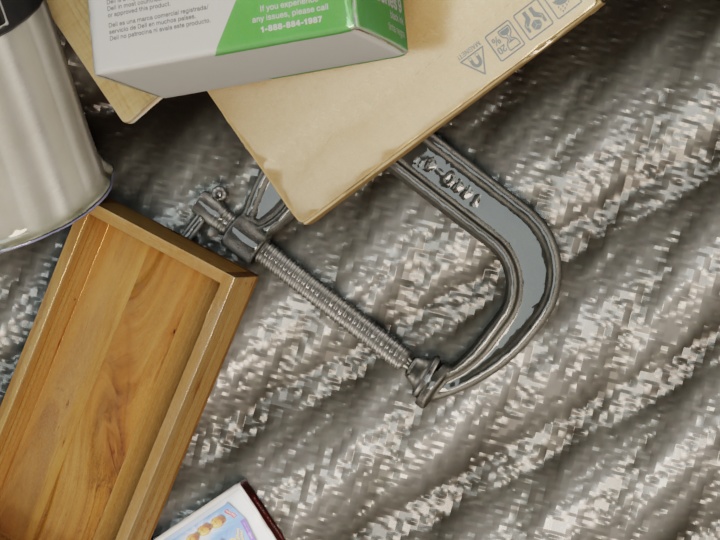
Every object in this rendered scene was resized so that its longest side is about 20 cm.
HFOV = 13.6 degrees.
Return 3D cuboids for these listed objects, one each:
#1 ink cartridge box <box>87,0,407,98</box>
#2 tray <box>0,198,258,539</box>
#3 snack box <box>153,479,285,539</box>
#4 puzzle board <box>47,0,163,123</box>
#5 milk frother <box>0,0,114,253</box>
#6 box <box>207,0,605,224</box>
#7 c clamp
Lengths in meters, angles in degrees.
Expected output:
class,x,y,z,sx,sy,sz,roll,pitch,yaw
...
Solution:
class,x,y,z,sx,sy,sz,roll,pitch,yaw
ink cartridge box,-0.062,-0.200,1.514,0.145,0.084,0.201,-8,82,21
tray,-0.137,0.073,1.606,0.098,0.037,0.201,27,102,20
snack box,-0.038,0.216,1.618,0.072,0.024,0.201,-34,86,8
puzzle board,-0.119,-0.200,1.591,0.151,0.017,0.200,-40,71,14
milk frother,-0.242,-0.122,1.601,0.179,0.200,0.189,-15,113,3
box,0.002,-0.147,1.577,0.200,0.021,0.164,-36,87,14
c clamp,0.000,0.000,1.614,0.199,0.027,0.171,32,92,9
